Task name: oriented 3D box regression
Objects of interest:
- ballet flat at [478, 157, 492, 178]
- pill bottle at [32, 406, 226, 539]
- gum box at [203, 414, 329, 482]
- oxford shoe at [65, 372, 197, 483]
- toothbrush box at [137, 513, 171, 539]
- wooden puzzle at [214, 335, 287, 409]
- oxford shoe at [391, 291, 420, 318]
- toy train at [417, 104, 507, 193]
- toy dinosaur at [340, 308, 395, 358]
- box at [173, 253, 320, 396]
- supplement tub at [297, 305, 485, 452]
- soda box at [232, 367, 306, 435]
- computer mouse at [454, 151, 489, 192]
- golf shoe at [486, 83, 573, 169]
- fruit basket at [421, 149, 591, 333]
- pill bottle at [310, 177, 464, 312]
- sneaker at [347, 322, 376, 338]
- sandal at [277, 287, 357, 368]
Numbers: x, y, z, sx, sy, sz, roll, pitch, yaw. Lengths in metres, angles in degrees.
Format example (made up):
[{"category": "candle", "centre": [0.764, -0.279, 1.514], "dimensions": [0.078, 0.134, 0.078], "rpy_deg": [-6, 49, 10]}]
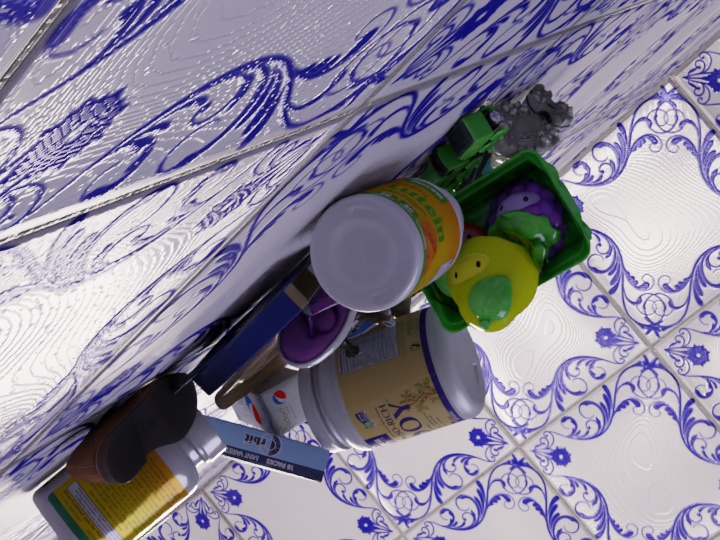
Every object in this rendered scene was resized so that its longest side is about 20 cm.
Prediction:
[{"category": "ballet flat", "centre": [0.156, -0.113, 1.807], "dimensions": [0.200, 0.067, 0.064], "rpy_deg": [-40, -178, -2]}, {"category": "pill bottle", "centre": [-0.251, 0.228, 1.525], "dimensions": [0.200, 0.113, 0.113], "rpy_deg": [-39, 175, -13]}, {"category": "gum box", "centre": [-0.147, 0.219, 1.733], "dimensions": [0.200, 0.169, 0.045], "rpy_deg": [166, -59, -73]}, {"category": "oxford shoe", "centre": [-0.235, 0.158, 1.429], "dimensions": [0.071, 0.072, 0.200], "rpy_deg": [-8, -166, 27]}, {"category": "toothbrush box", "centre": [-0.441, 0.463, 2.354], "dimensions": [0.146, 0.086, 0.200], "rpy_deg": [-43, 176, 32]}, {"category": "wooden puzzle", "centre": [-0.096, 0.074, 1.742], "dimensions": [0.185, 0.046, 0.200], "rpy_deg": [-36, 169, -43]}, {"category": "oxford shoe", "centre": [0.054, -0.001, 1.788], "dimensions": [0.071, 0.074, 0.200], "rpy_deg": [-60, -178, 41]}, {"category": "toy train", "centre": [0.099, -0.119, 1.494], "dimensions": [0.056, 0.042, 0.200], "rpy_deg": [-26, 170, -26]}, {"category": "toy dinosaur", "centre": [-0.049, 0.047, 1.576], "dimensions": [0.077, 0.199, 0.103], "rpy_deg": [-74, 160, -49]}, {"category": "box", "centre": [-0.107, 0.058, 1.445], "dimensions": [0.200, 0.032, 0.121], "rpy_deg": [-41, -173, 28]}, {"category": "supplement tub", "centre": [0.038, 0.136, 1.692], "dimensions": [0.199, 0.146, 0.145], "rpy_deg": [-20, -179, 18]}, {"category": "soda box", "centre": [-0.124, 0.170, 1.862], "dimensions": [0.068, 0.064, 0.200], "rpy_deg": [-29, -169, -18]}, {"category": "computer mouse", "centre": [0.148, -0.151, 1.649], "dimensions": [0.200, 0.034, 0.059], "rpy_deg": [-42, 158, -48]}, {"category": "golf shoe", "centre": [0.179, -0.143, 1.564], "dimensions": [0.097, 0.078, 0.200], "rpy_deg": [-53, 169, 27]}, {"category": "fruit basket", "centre": [0.140, -0.018, 1.484], "dimensions": [0.215, 0.156, 0.216], "rpy_deg": [-29, 175, -3]}, {"category": "pill bottle", "centre": [0.036, -0.032, 1.361], "dimensions": [0.111, 0.111, 0.200], "rpy_deg": [-42, 175, 23]}, {"category": "sneaker", "centre": [0.000, 0.000, 1.624], "dimensions": [0.089, 0.079, 0.200], "rpy_deg": [0, 131, -45]}, {"category": "sandal", "centre": [-0.033, 0.015, 1.500], "dimensions": [0.203, 0.082, 0.050], "rpy_deg": [-58, 141, -25]}]
